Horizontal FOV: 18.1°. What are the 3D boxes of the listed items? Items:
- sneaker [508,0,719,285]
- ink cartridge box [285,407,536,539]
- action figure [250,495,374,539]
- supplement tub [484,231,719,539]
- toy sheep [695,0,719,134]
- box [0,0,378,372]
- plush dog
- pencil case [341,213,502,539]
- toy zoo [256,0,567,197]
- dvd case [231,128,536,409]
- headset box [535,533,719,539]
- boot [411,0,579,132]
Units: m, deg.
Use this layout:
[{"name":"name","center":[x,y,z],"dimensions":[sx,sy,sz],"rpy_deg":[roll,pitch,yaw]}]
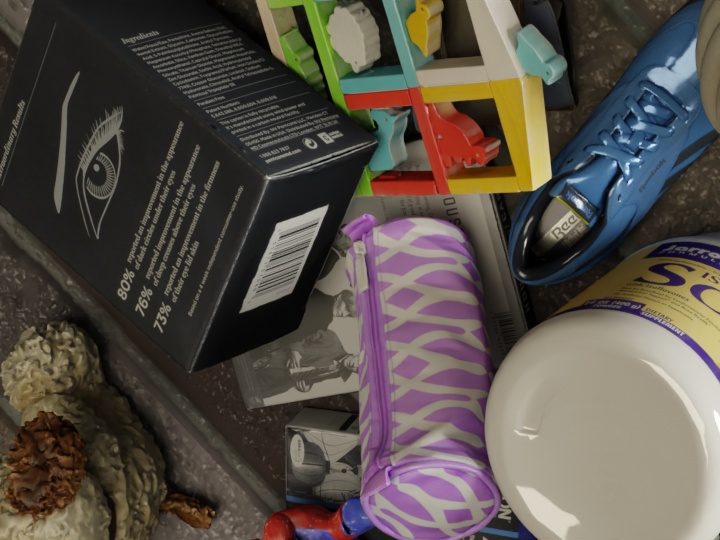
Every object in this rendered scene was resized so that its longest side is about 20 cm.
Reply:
[{"name":"sneaker","center":[0.153,-0.067,1.282],"dimensions":[0.066,0.078,0.200],"rpy_deg":[40,115,5]},{"name":"ink cartridge box","center":[0.050,0.149,1.414],"dimensions":[0.198,0.039,0.100],"rpy_deg":[5,109,17]},{"name":"action figure","center":[0.016,0.170,1.371],"dimensions":[0.199,0.065,0.100],"rpy_deg":[-20,82,25]},{"name":"supplement tub","center":[0.170,0.065,1.241],"dimensions":[0.144,0.200,0.147],"rpy_deg":[11,113,27]},{"name":"toy sheep","center":[0.240,-0.113,1.185],"dimensions":[0.137,0.201,0.139],"rpy_deg":[-3,128,-4]},{"name":"box","center":[-0.112,-0.064,1.325],"dimensions":[0.200,0.104,0.149],"rpy_deg":[41,126,22]},{"name":"plush dog","center":[-0.192,0.158,1.428],"dimensions":[0.160,0.172,0.201],"rpy_deg":[26,114,9]},{"name":"pencil case","center":[0.033,0.056,1.277],"dimensions":[0.084,0.201,0.085],"rpy_deg":[-34,132,27]},{"name":"toy zoo","center":[0.033,-0.106,1.271],"dimensions":[0.199,0.020,0.132],"rpy_deg":[0,114,43]},{"name":"dvd case","center":[0.000,0.000,1.388],"dimensions":[0.199,0.025,0.151],"rpy_deg":[-11,104,22]},{"name":"headset box","center":[0.189,0.180,1.276],"dimensions":[0.173,0.200,0.094],"rpy_deg":[3,109,12]},{"name":"boot","center":[0.074,-0.175,1.284],"dimensions":[0.096,0.075,0.201],"rpy_deg":[1,118,9]}]
